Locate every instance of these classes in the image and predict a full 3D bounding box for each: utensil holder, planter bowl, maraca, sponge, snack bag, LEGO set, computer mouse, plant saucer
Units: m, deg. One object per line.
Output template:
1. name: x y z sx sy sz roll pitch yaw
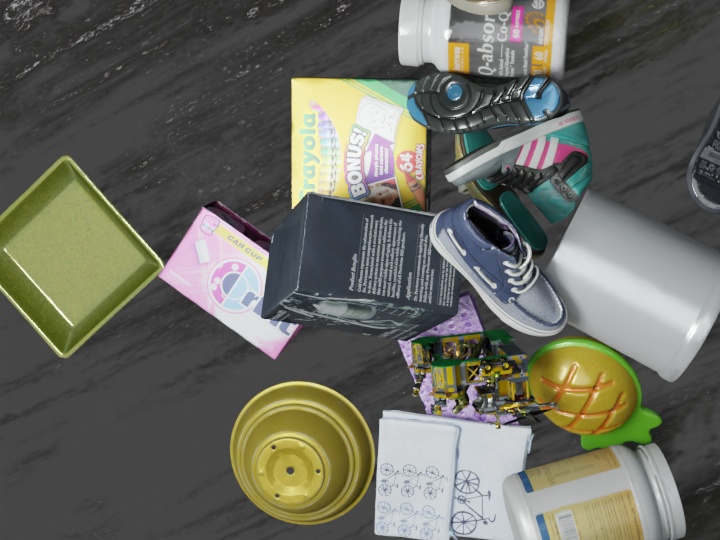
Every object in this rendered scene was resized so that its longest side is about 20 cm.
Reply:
1. utensil holder: 0.327 0.014 1.656 0.200 0.170 0.170 28 103 5
2. planter bowl: -0.086 0.254 1.809 0.200 0.083 0.201 2 100 10
3. maraca: 0.292 0.159 1.722 0.137 0.107 0.200 -24 120 33
4. sponge: 0.127 0.138 1.781 0.111 0.030 0.200 -20 96 12
5. snack bag: 0.119 0.276 1.787 0.200 0.021 0.189 6 114 6
6. LEGO set: 0.139 0.149 1.678 0.154 0.200 0.116 -8 100 -15
7. computer mouse: 0.466 -0.158 1.666 0.138 0.053 0.200 30 91 5
8. plant saucer: -0.387 -0.020 1.830 0.200 0.048 0.200 -41 91 13

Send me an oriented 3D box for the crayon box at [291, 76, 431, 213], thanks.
1. crayon box: 0.002 -0.144 1.738 0.172 0.058 0.200 2 100 9

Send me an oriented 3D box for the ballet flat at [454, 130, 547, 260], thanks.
1. ballet flat: 0.161 -0.095 1.722 0.071 0.071 0.200 -31 92 13

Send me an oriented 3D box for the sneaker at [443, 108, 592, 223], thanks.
1. sneaker: 0.205 -0.110 1.668 0.200 0.084 0.121 -23 92 -21

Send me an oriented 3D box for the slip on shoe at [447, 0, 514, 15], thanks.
1. slip on shoe: 0.123 -0.371 1.616 0.076 0.200 0.061 -13 134 -10

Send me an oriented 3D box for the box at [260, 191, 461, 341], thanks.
1. box: 0.000 0.000 1.652 0.196 0.200 0.124 11 75 -13

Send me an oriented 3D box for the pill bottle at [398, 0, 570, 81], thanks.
1. pill bottle: 0.150 -0.290 1.659 0.200 0.116 0.116 4 100 9

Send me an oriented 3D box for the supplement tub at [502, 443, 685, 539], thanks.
1. supplement tub: 0.290 0.302 1.713 0.200 0.145 0.145 -15 97 -1

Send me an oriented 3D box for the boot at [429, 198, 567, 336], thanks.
1. boot: 0.169 0.000 1.550 0.200 0.090 0.073 39 70 -10

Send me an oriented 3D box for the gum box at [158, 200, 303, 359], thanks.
1. gum box: -0.146 0.014 1.785 0.200 0.066 0.114 35 105 2

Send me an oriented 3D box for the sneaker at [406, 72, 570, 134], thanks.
1. sneaker: 0.154 -0.197 1.646 0.200 0.082 0.073 5 92 24
